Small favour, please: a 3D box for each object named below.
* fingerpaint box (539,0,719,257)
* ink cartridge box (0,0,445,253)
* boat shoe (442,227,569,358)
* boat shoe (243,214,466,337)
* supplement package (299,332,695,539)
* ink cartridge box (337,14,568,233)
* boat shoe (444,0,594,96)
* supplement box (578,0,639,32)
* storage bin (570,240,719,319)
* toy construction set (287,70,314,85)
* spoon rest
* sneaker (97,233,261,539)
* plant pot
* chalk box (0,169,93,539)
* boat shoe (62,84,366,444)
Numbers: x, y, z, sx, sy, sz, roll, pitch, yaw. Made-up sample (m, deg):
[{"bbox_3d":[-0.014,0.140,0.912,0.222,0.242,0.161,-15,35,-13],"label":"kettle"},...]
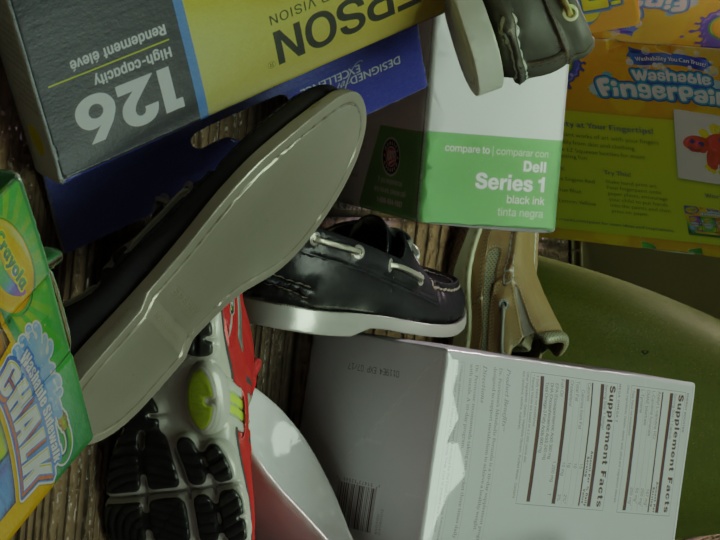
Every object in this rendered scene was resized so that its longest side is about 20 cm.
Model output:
[{"bbox_3d":[0.193,-0.096,1.501,0.074,0.198,0.168,-59,145,-40],"label":"fingerpaint box"},{"bbox_3d":[-0.060,-0.119,1.045,0.197,0.047,0.201,-26,125,-18],"label":"ink cartridge box"},{"bbox_3d":[0.092,0.035,1.469,0.072,0.076,0.202,26,73,-62],"label":"boat shoe"},{"bbox_3d":[0.000,0.000,1.286,0.199,0.073,0.061,3,99,-56],"label":"boat shoe"},{"bbox_3d":[0.075,0.101,1.339,0.199,0.113,0.111,9,89,-41],"label":"supplement package"},{"bbox_3d":[0.044,-0.129,1.240,0.084,0.146,0.202,3,96,-22],"label":"ink cartridge box"},{"bbox_3d":[0.054,-0.179,1.112,0.072,0.060,0.203,81,-5,-72],"label":"boat shoe"},{"bbox_3d":[0.127,-0.216,1.414,0.201,0.068,0.067,-82,163,-50],"label":"supplement box"},{"bbox_3d":[0.251,0.017,1.647,0.094,0.198,0.200,-36,128,-54],"label":"storage bin"},{"bbox_3d":[-0.034,-0.196,1.135,0.131,0.091,0.201,53,45,-40],"label":"toy construction set"},{"bbox_3d":[-0.025,0.140,1.195,0.099,0.060,0.201,43,25,-49],"label":"spoon rest"},{"bbox_3d":[-0.073,0.071,1.153,0.085,0.076,0.202,-33,126,-63],"label":"sneaker"},{"bbox_3d":[0.190,0.095,1.546,0.187,0.198,0.189,-25,119,-60],"label":"plant pot"},{"bbox_3d":[-0.182,0.035,0.864,0.200,0.123,0.125,-54,143,-45],"label":"chalk box"},{"bbox_3d":[-0.079,-0.016,1.059,0.200,0.063,0.073,-48,149,-15],"label":"boat shoe"}]
